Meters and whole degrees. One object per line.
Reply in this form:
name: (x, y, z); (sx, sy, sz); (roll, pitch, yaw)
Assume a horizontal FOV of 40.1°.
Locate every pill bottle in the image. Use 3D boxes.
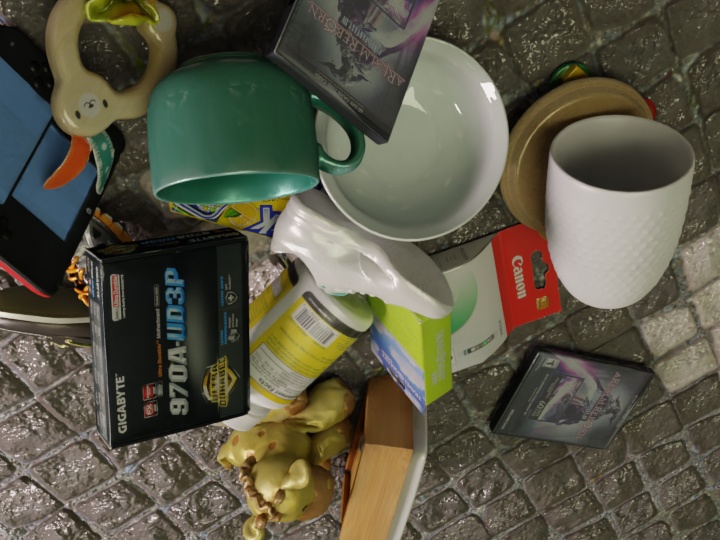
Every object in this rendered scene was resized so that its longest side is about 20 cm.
pill bottle: (-0.091, 0.083, 1.124); (0.200, 0.115, 0.114); (-44, 125, 15)

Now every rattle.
rattle: (-0.205, -0.163, 0.862); (0.130, 0.142, 0.202); (37, 67, -53)

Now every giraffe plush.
giraffe plush: (-0.090, 0.234, 1.197); (0.198, 0.163, 0.174); (-4, 125, -15)

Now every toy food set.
toy food set: (0.248, -0.130, 1.122); (0.199, 0.049, 0.198); (33, 107, -32)

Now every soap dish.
soap dish: (0.026, 0.247, 1.257); (0.080, 0.158, 0.201); (11, 121, -4)

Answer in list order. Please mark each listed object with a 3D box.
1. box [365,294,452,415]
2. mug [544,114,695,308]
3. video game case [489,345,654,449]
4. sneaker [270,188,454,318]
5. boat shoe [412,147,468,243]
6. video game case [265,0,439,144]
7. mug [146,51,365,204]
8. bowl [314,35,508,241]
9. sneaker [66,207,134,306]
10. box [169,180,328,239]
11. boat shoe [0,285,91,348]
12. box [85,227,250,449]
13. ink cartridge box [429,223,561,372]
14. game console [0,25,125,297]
box: (0.054, 0.066, 1.127); (0.047, 0.122, 0.201); (-29, 146, -16)
mug: (0.289, -0.066, 1.072); (0.200, 0.147, 0.176); (-36, 138, -32)
video game case: (0.293, 0.179, 1.363); (0.198, 0.019, 0.144); (12, 119, -24)
sneaker: (0.000, 0.000, 1.013); (0.199, 0.075, 0.089); (33, 118, -2)
boat shoe: (0.080, -0.079, 1.094); (0.200, 0.068, 0.072); (-44, 125, 15)
video game case: (0.003, -0.239, 0.908); (0.142, 0.019, 0.201); (34, 64, -33)
mug: (-0.106, -0.130, 0.907); (0.151, 0.116, 0.184); (-11, 174, 43)
bowl: (0.044, -0.133, 1.010); (0.199, 0.090, 0.203); (-1, 94, -10)
sneaker: (-0.267, -0.005, 1.004); (0.200, 0.078, 0.078); (38, 152, -21)
box: (-0.099, -0.079, 1.036); (0.198, 0.070, 0.065); (14, 119, -25)
boat shoe: (-0.304, 0.057, 1.064); (0.199, 0.072, 0.061); (3, 119, -22)
box: (-0.191, 0.065, 1.001); (0.158, 0.046, 0.202); (-10, 112, -32)
ink cartridge box: (0.155, 0.036, 1.212); (0.198, 0.050, 0.162); (-18, 127, -2)
game console: (-0.305, -0.102, 0.889); (0.031, 0.201, 0.177); (-15, 135, 36)
